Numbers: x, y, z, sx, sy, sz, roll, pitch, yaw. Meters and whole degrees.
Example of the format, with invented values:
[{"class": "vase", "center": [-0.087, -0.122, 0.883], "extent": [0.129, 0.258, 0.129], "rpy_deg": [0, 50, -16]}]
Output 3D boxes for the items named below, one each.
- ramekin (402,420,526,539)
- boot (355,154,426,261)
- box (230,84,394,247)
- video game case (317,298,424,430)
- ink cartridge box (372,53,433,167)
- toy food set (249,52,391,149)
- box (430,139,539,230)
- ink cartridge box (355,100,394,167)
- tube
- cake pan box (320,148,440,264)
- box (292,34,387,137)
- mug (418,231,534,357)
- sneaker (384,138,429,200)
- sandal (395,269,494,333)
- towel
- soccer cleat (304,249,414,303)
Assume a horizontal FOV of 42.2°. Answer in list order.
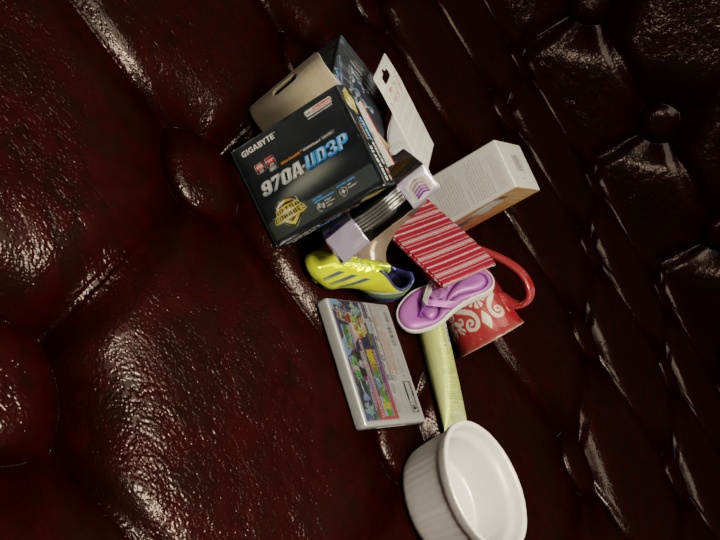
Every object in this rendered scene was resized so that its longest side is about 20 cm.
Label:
[{"class": "ramekin", "center": [0.152, 0.335, 1.393], "extent": [0.200, 0.097, 0.201], "rpy_deg": [37, 36, -34]}, {"class": "boot", "center": [0.047, -0.088, 1.551], "extent": [0.070, 0.146, 0.201], "rpy_deg": [-9, 74, -63]}, {"class": "box", "center": [-0.070, -0.148, 1.344], "extent": [0.160, 0.199, 0.046], "rpy_deg": [64, 24, 3]}, {"class": "video game case", "center": [0.018, 0.143, 1.430], "extent": [0.182, 0.023, 0.201], "rpy_deg": [10, 58, -58]}, {"class": "ink cartridge box", "center": [0.063, -0.270, 1.670], "extent": [0.201, 0.050, 0.162], "rpy_deg": [57, 23, -20]}, {"class": "toy food set", "center": [-0.062, -0.227, 1.496], "extent": [0.200, 0.143, 0.061], "rpy_deg": [49, 13, -23]}, {"class": "box", "center": [0.236, -0.166, 1.893], "extent": [0.152, 0.199, 0.107], "rpy_deg": [-6, 69, -61]}, {"class": "ink cartridge box", "center": [-0.044, -0.162, 1.400], "extent": [0.110, 0.199, 0.050], "rpy_deg": [62, 28, -1]}, {"class": "tube", "center": [0.140, 0.180, 1.588], "extent": [0.058, 0.052, 0.201], "rpy_deg": [-8, 69, -14]}, {"class": "cake pan box", "center": [0.022, -0.101, 1.414], "extent": [0.052, 0.184, 0.200], "rpy_deg": [50, 6, -15]}, {"class": "box", "center": [-0.039, -0.283, 1.622], "extent": [0.148, 0.107, 0.201], "rpy_deg": [46, 32, -30]}, {"class": "mug", "center": [0.213, 0.030, 1.722], "extent": [0.201, 0.177, 0.133], "rpy_deg": [61, 0, 7]}, {"class": "sneaker", "center": [0.048, -0.171, 1.725], "extent": [0.200, 0.074, 0.080], "rpy_deg": [43, 42, -22]}, {"class": "sandal", "center": [0.144, 0.038, 1.604], "extent": [0.202, 0.050, 0.082], "rpy_deg": [-28, 56, -25]}, {"class": "towel", "center": [0.125, -0.052, 1.646], "extent": [0.144, 0.023, 0.200], "rpy_deg": [-22, 55, -37]}, {"class": "soccer cleat", "center": [0.000, -0.001, 1.448], "extent": [0.199, 0.084, 0.065], "rpy_deg": [18, 52, -41]}]
